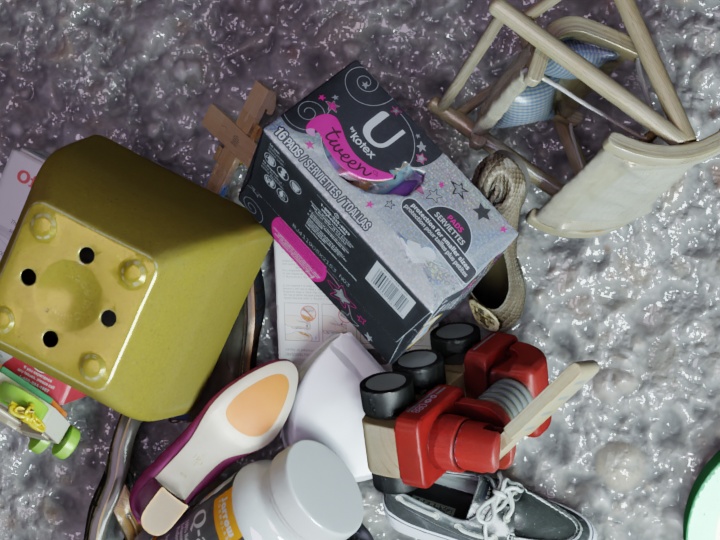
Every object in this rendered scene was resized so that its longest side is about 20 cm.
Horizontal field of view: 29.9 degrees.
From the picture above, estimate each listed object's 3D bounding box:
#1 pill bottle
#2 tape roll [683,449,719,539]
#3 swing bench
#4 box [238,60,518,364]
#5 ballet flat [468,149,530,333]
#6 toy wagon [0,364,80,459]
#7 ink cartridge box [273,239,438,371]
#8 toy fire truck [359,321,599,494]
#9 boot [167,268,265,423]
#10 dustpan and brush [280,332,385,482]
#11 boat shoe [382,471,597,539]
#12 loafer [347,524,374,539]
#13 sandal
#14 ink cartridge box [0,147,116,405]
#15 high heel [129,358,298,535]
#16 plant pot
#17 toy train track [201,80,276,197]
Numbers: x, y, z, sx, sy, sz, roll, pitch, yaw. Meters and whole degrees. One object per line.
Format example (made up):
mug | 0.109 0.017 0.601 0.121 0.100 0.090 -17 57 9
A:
pill bottle | -0.098 0.243 1.218 0.200 0.116 0.117 -40 84 28
tape roll | 0.385 0.236 1.182 0.198 0.048 0.203 0 92 11
swing bench | 0.183 -0.131 1.112 0.129 0.199 0.201 -36 84 -19
box | 0.012 -0.048 1.123 0.200 0.132 0.115 46 64 7
ballet flat | 0.112 -0.016 1.171 0.067 0.046 0.201 31 142 27
toy wagon | -0.330 0.119 1.246 0.155 0.199 0.040 39 68 -26
ink cartridge box | 0.000 0.000 1.258 0.159 0.050 0.202 2 109 11
toy fire truck | 0.118 0.109 1.130 0.198 0.176 0.130 6 113 35
boot | -0.137 0.054 1.258 0.096 0.075 0.202 -2 96 4
dustpan and brush | -0.043 0.165 1.266 0.200 0.057 0.140 -42 97 4
boat shoe | 0.116 0.214 1.214 0.197 0.068 0.074 16 53 16
loafer | -0.049 0.321 1.274 0.072 0.063 0.200 33 104 -22
sandal | -0.229 0.221 1.299 0.054 0.082 0.202 16 89 -12
ink cartridge box | -0.292 0.003 1.286 0.143 0.084 0.202 26 98 9
high heel | -0.135 0.155 1.237 0.067 0.096 0.201 38 84 -14
plant pot | -0.213 0.011 1.131 0.194 0.200 0.196 26 98 6
toy train track | -0.125 -0.081 1.271 0.115 0.032 0.201 43 112 41
